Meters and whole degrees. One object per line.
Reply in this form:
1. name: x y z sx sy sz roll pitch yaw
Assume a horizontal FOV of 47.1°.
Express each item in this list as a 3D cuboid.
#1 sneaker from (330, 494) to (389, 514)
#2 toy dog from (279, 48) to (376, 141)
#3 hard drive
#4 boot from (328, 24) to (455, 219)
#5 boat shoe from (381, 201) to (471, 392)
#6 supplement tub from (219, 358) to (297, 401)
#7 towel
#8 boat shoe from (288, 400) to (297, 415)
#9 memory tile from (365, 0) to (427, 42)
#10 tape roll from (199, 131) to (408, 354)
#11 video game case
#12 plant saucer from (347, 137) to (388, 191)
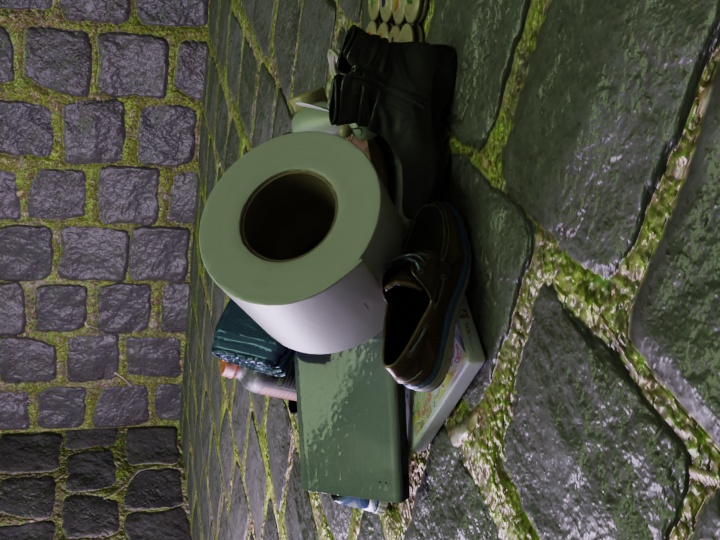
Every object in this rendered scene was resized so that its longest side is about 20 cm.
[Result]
1. sneaker: 0.001 0.216 1.032 0.079 0.088 0.201 -112 28 -70
2. toy dog: -0.053 -0.185 1.069 0.132 0.096 0.200 60 163 1
3. hard drive: -0.012 0.165 0.978 0.139 0.033 0.202 -1 93 31
4. boot: 0.025 -0.156 0.900 0.070 0.131 0.202 -164 77 -70
5. boat shoe: 0.062 0.015 0.825 0.072 0.072 0.201 -12 63 37
6. supplement tub: -0.076 0.110 1.082 0.122 0.199 0.123 -166 90 -75
7. towel: -0.100 0.023 0.997 0.049 0.111 0.201 46 -120 -55
8. boat shoe: -0.071 0.169 1.318 0.202 0.063 0.074 112 155 -45
9. memory tile: 0.043 -0.340 1.047 0.200 0.017 0.154 -135 47 -65
10. tape roll: -0.053 -0.027 0.889 0.139 0.201 0.204 56 -159 -59
11. video game case: 0.073 0.076 0.930 0.201 0.023 0.183 112 152 -49
12. plant saucer: 0.000 -0.100 1.142 0.200 0.035 0.202 -179 90 -72
